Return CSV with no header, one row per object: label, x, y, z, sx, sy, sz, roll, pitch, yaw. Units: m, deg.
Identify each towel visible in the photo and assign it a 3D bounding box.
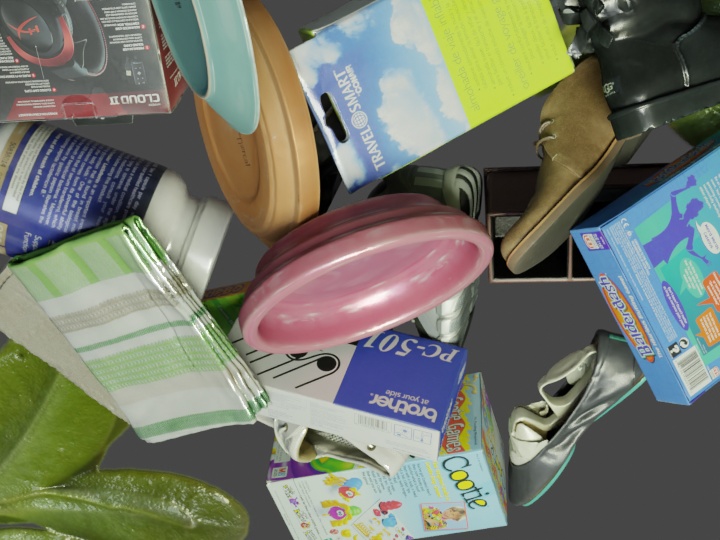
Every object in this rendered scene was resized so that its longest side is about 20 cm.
towel,-0.180,0.056,0.903,0.149,0.031,0.200,-17,119,32
towel,-0.249,0.054,1.041,0.200,0.035,0.132,40,126,-13

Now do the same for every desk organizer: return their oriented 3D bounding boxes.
desk organizer,0.201,-0.038,0.917,0.199,0.077,0.072,-1,121,7

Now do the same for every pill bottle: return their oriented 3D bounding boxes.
pill bottle,-0.213,-0.045,0.940,0.199,0.116,0.116,19,121,-5

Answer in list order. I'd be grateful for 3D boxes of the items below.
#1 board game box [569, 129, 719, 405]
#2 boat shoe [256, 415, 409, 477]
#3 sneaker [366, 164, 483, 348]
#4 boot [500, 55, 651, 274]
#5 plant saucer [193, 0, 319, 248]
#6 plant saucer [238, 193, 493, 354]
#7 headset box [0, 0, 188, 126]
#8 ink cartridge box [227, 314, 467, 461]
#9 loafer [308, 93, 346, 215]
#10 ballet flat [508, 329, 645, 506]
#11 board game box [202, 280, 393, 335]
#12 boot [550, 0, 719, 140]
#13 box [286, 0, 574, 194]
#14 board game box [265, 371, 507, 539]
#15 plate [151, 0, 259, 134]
board game box,0.276,-0.016,0.857,0.200,0.045,0.152,-31,99,-18
boat shoe,-0.047,0.134,0.993,0.199,0.069,0.071,10,143,29
sneaker,0.041,-0.009,0.968,0.115,0.075,0.201,12,124,16
boot,0.154,-0.082,0.849,0.075,0.200,0.074,36,158,11
plant saucer,-0.086,-0.110,0.845,0.032,0.200,0.201,-18,123,-20
plant saucer,0.000,0.000,0.849,0.200,0.200,0.051,-28,70,21
headset box,-0.221,-0.203,0.868,0.148,0.075,0.201,-2,120,9
ink cartridge box,-0.018,0.088,0.948,0.199,0.094,0.044,13,136,12
loafer,-0.033,-0.114,0.905,0.072,0.073,0.200,27,119,-4
ballet flat,0.180,0.130,1.028,0.073,0.073,0.200,32,113,-12
board game box,-0.068,0.050,1.021,0.199,0.030,0.096,-10,120,22
boot,0.233,-0.197,0.812,0.198,0.073,0.163,-21,94,-19
box,0.049,-0.157,0.829,0.200,0.048,0.122,-30,113,-9
board game box,0.028,0.181,1.050,0.199,0.103,0.105,-11,125,13
plate,-0.117,-0.184,0.759,0.026,0.200,0.201,-21,120,-15
